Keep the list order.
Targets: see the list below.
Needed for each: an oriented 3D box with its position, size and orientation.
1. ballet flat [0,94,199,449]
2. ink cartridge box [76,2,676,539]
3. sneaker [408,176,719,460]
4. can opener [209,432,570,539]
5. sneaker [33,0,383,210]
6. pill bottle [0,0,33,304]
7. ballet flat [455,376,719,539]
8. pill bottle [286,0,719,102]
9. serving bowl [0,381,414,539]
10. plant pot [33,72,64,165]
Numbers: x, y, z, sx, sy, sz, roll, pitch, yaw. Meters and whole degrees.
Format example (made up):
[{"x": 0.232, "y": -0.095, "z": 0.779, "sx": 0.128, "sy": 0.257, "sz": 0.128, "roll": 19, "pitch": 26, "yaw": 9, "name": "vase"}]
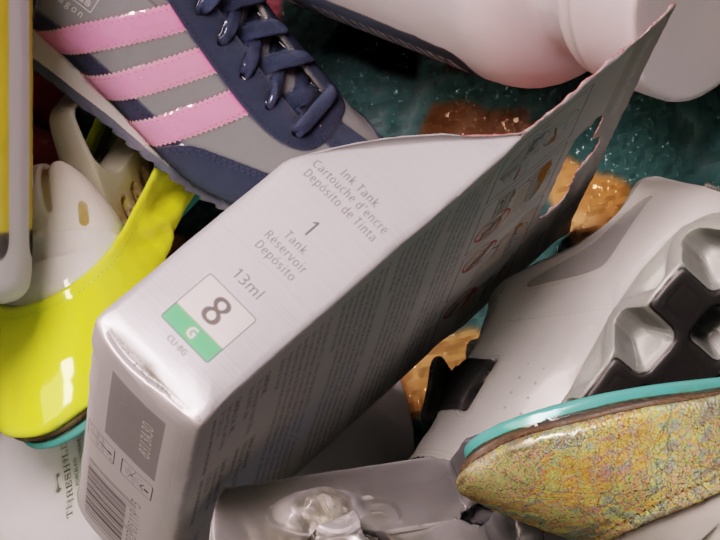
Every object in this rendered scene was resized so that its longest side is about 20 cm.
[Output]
[{"x": -0.097, "y": -0.022, "z": 0.842, "sx": 0.067, "sy": 0.067, "sz": 0.200, "roll": -14, "pitch": 32, "yaw": 29, "name": "ballet flat"}, {"x": 0.000, "y": 0.000, "z": 0.723, "sx": 0.050, "sy": 0.161, "sz": 0.200, "roll": 42, "pitch": 67, "yaw": 11, "name": "ink cartridge box"}, {"x": 0.058, "y": 0.051, "z": 0.772, "sx": 0.200, "sy": 0.074, "sz": 0.089, "roll": -45, "pitch": 32, "yaw": -1, "name": "sneaker"}, {"x": 0.047, "y": 0.084, "z": 0.708, "sx": 0.053, "sy": 0.199, "sz": 0.067, "roll": -117, "pitch": 29, "yaw": -43, "name": "can opener"}, {"x": -0.058, "y": -0.087, "z": 0.824, "sx": 0.082, "sy": 0.200, "sz": 0.070, "roll": -51, "pitch": 8, "yaw": 40, "name": "sneaker"}, {"x": -0.162, "y": -0.089, "z": 0.759, "sx": 0.111, "sy": 0.111, "sz": 0.201, "roll": 2, "pitch": 92, "yaw": 34, "name": "pill bottle"}, {"x": 0.124, "y": 0.056, "z": 0.669, "sx": 0.071, "sy": 0.199, "sz": 0.071, "roll": 36, "pitch": 132, "yaw": 54, "name": "ballet flat"}, {"x": 0.043, "y": -0.131, "z": 0.810, "sx": 0.200, "sy": 0.119, "sz": 0.120, "roll": 26, "pitch": 90, "yaw": 36, "name": "pill bottle"}, {"x": -0.081, "y": 0.079, "z": 0.832, "sx": 0.199, "sy": 0.066, "sz": 0.201, "roll": -18, "pitch": 52, "yaw": 24, "name": "serving bowl"}, {"x": -0.208, "y": -0.083, "z": 0.915, "sx": 0.200, "sy": 0.200, "sz": 0.183, "roll": -21, "pitch": 67, "yaw": 27, "name": "plant pot"}]
